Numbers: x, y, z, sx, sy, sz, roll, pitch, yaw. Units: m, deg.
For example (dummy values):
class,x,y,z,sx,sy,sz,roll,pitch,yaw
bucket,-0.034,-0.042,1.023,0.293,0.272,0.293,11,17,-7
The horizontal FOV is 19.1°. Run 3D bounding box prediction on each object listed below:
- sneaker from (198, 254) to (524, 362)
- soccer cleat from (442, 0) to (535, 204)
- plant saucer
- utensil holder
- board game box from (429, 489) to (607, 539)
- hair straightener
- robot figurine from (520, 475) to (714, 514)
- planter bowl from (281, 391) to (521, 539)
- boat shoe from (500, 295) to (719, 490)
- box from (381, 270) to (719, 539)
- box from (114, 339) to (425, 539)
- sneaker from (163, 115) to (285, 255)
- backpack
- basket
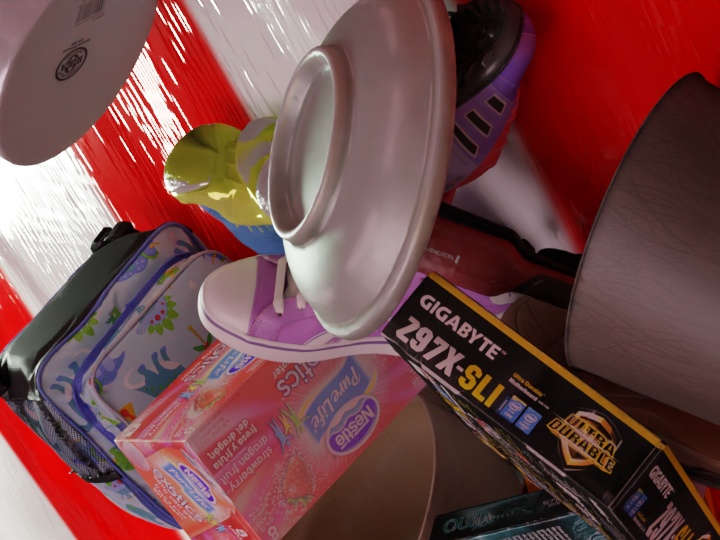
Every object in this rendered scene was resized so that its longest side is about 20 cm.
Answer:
class,x,y,z,sx,sy,sz,roll,pitch,yaw
sneaker,0.000,-0.001,1.294,0.200,0.073,0.114,1,147,0
soccer cleat,0.057,-0.088,1.171,0.073,0.068,0.200,25,154,-14
plant saucer,-0.010,-0.064,1.149,0.050,0.200,0.200,10,161,-19
utensil holder,-0.251,-0.180,1.335,0.200,0.170,0.170,33,152,16
board game box,0.154,0.207,1.342,0.135,0.028,0.200,-19,128,35
hair straightener,0.101,-0.008,1.203,0.200,0.077,0.041,15,110,2
robot figurine,0.168,0.170,1.363,0.145,0.058,0.200,4,139,19
planter bowl,0.047,0.194,1.473,0.135,0.200,0.200,24,162,-25
boat shoe,0.167,0.078,1.241,0.200,0.072,0.065,25,147,27
box,0.109,0.092,1.161,0.160,0.049,0.200,39,175,27
box,-0.045,0.080,1.390,0.095,0.200,0.103,54,150,-17
sneaker,-0.033,-0.047,1.352,0.200,0.076,0.105,12,156,50
backpack,-0.134,0.086,1.544,0.147,0.183,0.200,2,137,55
basket,0.218,0.021,1.025,0.200,0.136,0.180,27,141,21
